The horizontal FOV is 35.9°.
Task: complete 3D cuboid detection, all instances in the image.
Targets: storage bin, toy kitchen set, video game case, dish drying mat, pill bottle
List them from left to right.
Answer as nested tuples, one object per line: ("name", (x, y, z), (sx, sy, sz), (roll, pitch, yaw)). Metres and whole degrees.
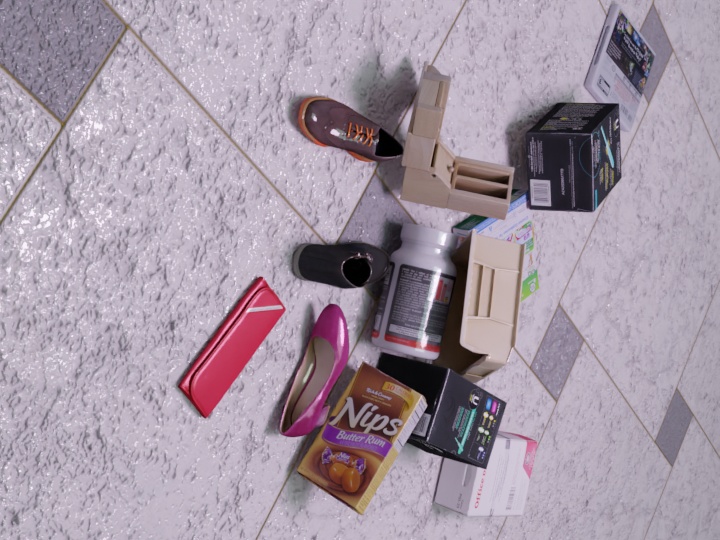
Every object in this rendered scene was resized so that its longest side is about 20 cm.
("dish drying mat", (-0.178, 0.107, 1.568), (0.201, 0.018, 0.077), (-55, 136, -25))
("pill bottle", (0.092, 0.033, 1.790), (0.115, 0.115, 0.204), (14, 89, -49))
("toy kitchen set", (0.165, -0.221, 1.732), (0.202, 0.177, 0.165), (98, 4, -52))
("storage bin", (0.189, 0.065, 1.811), (0.092, 0.200, 0.202), (11, 74, -7))
("video game case", (0.532, -0.410, 2.270), (0.199, 0.023, 0.185), (32, 75, -47))

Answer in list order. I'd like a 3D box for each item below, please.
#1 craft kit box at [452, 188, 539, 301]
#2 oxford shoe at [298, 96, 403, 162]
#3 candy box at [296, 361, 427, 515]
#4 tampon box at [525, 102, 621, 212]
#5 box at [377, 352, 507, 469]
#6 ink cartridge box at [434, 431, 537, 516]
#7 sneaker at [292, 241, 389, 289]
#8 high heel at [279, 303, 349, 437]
("craft kit box", (0.249, -0.020, 2.018), (0.199, 0.048, 0.201), (-30, 118, -41))
("oxford shoe", (-0.011, -0.209, 1.644), (0.198, 0.072, 0.073), (14, 89, -50))
("candy box", (0.003, 0.257, 1.719), (0.202, 0.115, 0.057), (-57, 157, -15))
("tampon box", (0.396, -0.211, 2.048), (0.200, 0.124, 0.153), (-40, 129, -54))
("box", (0.125, 0.235, 1.852), (0.199, 0.147, 0.126), (31, 74, -48))
("ink cartridge box", (0.235, 0.374, 2.065), (0.199, 0.082, 0.149), (15, 88, -50))
("sneaker", (0.000, 0.000, 1.682), (0.198, 0.105, 0.076), (-2, 101, -49))
("high heel", (-0.074, 0.150, 1.664), (0.095, 0.067, 0.203), (-9, 119, -58))
